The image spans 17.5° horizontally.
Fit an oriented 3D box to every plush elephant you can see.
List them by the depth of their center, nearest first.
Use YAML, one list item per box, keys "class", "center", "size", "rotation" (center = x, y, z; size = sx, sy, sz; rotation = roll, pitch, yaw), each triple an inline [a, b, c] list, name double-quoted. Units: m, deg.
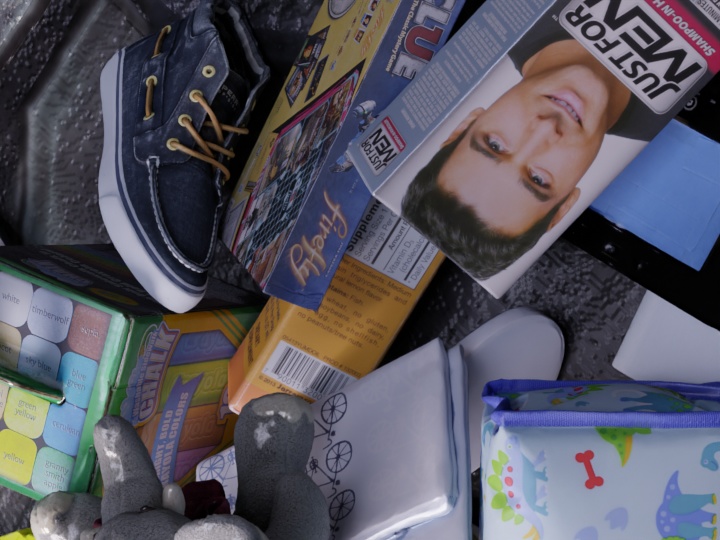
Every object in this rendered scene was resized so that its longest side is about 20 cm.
- class: "plush elephant"
  center: [-0.099, 0.144, 1.163]
  size: [0.164, 0.155, 0.201]
  rotation: [-19, 58, 6]

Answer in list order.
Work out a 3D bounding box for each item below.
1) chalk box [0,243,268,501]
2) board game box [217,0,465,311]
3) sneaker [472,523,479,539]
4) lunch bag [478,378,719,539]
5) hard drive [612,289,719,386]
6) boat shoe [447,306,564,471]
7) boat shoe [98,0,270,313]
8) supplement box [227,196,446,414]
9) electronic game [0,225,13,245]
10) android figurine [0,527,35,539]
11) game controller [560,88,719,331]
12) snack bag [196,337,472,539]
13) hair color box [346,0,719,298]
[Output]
- class: "chalk box"
  center: [-0.164, 0.061, 1.336]
  size: [0.124, 0.200, 0.124]
  rotation: [21, 102, 27]
- class: "board game box"
  center: [-0.011, -0.088, 1.278]
  size: [0.034, 0.135, 0.201]
  rotation: [24, 98, -19]
- class: "sneaker"
  center: [0.057, 0.198, 1.283]
  size: [0.200, 0.088, 0.077]
  rotation: [35, 107, 25]
- class: "lunch bag"
  center: [0.159, 0.144, 1.182]
  size: [0.199, 0.127, 0.171]
  rotation: [0, 97, 1]
- class: "hard drive"
  center: [0.229, -0.007, 1.216]
  size: [0.132, 0.027, 0.201]
  rotation: [31, 107, 25]
- class: "boat shoe"
  center: [0.028, 0.092, 1.299]
  size: [0.200, 0.072, 0.068]
  rotation: [-50, 37, 3]
- class: "boat shoe"
  center: [-0.097, -0.074, 1.330]
  size: [0.091, 0.071, 0.201]
  rotation: [-35, 44, 23]
- class: "supplement box"
  center: [0.000, 0.000, 1.308]
  size: [0.069, 0.067, 0.200]
  rotation: [29, 108, -14]
- class: "electronic game"
  center: [-0.290, 0.039, 1.496]
  size: [0.199, 0.042, 0.201]
  rotation: [2, 94, 29]
- class: "android figurine"
  center: [-0.211, 0.244, 1.463]
  size: [0.182, 0.041, 0.200]
  rotation: [48, 114, 19]
- class: "game controller"
  center: [0.156, -0.048, 1.222]
  size: [0.200, 0.042, 0.105]
  rotation: [33, 107, 39]
- class: "snack bag"
  center: [-0.018, 0.153, 1.230]
  size: [0.188, 0.021, 0.201]
  rotation: [-27, 47, 30]
- class: "hair color box"
  center: [0.099, -0.094, 1.190]
  size: [0.200, 0.099, 0.061]
  rotation: [-46, 29, 11]
